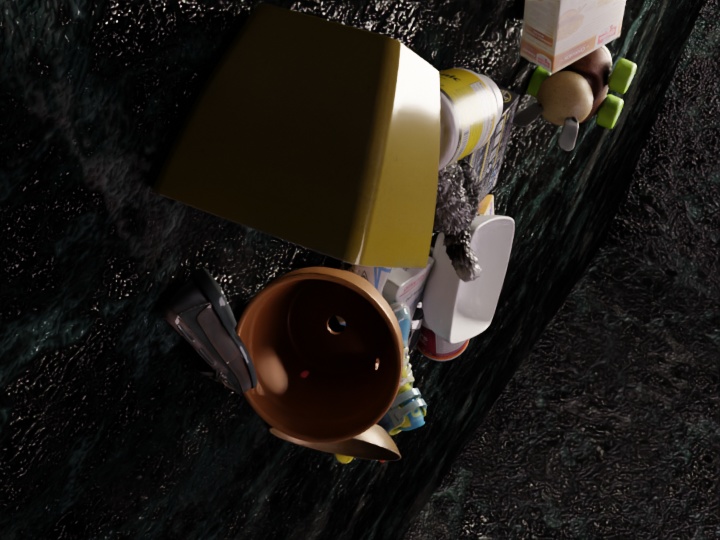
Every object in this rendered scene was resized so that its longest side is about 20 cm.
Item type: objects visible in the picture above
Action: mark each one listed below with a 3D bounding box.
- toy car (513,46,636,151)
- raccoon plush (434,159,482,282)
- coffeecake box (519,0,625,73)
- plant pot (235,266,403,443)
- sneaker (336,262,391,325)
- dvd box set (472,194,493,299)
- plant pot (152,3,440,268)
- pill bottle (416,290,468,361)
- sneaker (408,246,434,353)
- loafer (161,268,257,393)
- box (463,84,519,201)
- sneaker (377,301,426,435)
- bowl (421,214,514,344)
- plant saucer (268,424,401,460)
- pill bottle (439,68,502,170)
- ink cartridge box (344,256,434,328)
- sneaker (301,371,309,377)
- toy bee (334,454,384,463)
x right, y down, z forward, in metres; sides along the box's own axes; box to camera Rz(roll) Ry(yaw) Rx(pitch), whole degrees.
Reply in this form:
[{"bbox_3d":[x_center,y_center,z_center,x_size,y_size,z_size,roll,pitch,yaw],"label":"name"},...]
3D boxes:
[{"bbox_3d":[0.341,-0.278,1.586,0.201,0.162,0.159,-54,162,-33],"label":"toy car"},{"bbox_3d":[0.123,-0.087,1.319,0.096,0.203,0.134,-29,170,20],"label":"raccoon plush"},{"bbox_3d":[0.315,-0.412,1.371,0.152,0.073,0.202,-31,141,-25],"label":"coffeecake box"},{"bbox_3d":[-0.040,0.083,1.131,0.140,0.197,0.203,-60,176,-73],"label":"plant pot"},{"bbox_3d":[0.000,0.000,1.285,0.071,0.072,0.202,-16,134,-21],"label":"sneaker"},{"bbox_3d":[0.217,-0.043,1.696,0.200,0.029,0.149,-52,140,-69],"label":"dvd box set"},{"bbox_3d":[-0.030,-0.118,0.834,0.199,0.197,0.179,3,106,-70],"label":"plant pot"},{"bbox_3d":[0.145,0.074,1.711,0.110,0.109,0.201,-52,157,-22],"label":"pill bottle"},{"bbox_3d":[0.076,0.051,1.562,0.088,0.073,0.203,42,69,-72],"label":"sneaker"},{"bbox_3d":[-0.158,0.074,0.987,0.062,0.072,0.201,-32,147,-15],"label":"loafer"},{"bbox_3d":[0.185,-0.175,1.538,0.162,0.049,0.202,-50,160,-35],"label":"box"},{"bbox_3d":[0.060,0.154,1.388,0.079,0.131,0.202,-15,135,-35],"label":"sneaker"},{"bbox_3d":[0.167,0.004,1.518,0.199,0.074,0.204,-13,119,-61],"label":"bowl"},{"bbox_3d":[-0.034,0.237,1.380,0.201,0.196,0.036,68,32,-68],"label":"plant saucer"},{"bbox_3d":[0.108,-0.194,1.196,0.199,0.110,0.113,-31,147,-56],"label":"pill bottle"},{"bbox_3d":[0.046,0.034,1.451,0.117,0.067,0.202,-36,150,-50],"label":"ink cartridge box"},{"bbox_3d":[-0.034,0.168,1.361,0.200,0.111,0.072,68,43,-68],"label":"sneaker"},{"bbox_3d":[0.009,0.285,1.678,0.132,0.108,0.200,-59,162,-7],"label":"toy bee"}]
